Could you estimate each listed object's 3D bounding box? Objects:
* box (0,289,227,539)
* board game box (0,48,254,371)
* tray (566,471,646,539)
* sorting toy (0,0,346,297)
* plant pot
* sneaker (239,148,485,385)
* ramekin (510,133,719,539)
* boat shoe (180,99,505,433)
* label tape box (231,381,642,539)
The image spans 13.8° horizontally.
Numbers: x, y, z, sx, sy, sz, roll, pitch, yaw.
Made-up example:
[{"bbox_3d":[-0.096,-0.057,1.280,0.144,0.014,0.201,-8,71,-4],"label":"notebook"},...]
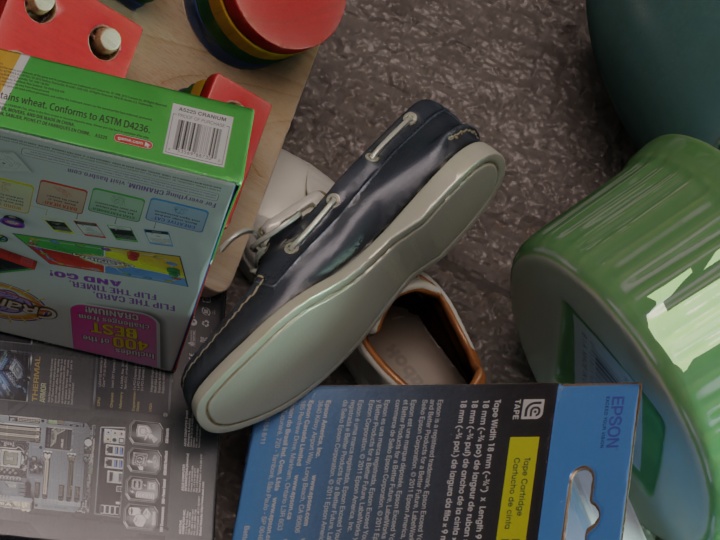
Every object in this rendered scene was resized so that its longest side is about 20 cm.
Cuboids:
[{"bbox_3d":[-0.149,0.051,1.483,0.157,0.051,0.201,6,63,-11],"label":"box"},{"bbox_3d":[-0.141,-0.027,1.380,0.152,0.200,0.040,13,61,-7],"label":"board game box"},{"bbox_3d":[0.103,0.183,1.464,0.107,0.022,0.201,-26,69,13],"label":"tray"},{"bbox_3d":[-0.105,-0.122,1.454,0.200,0.070,0.200,30,67,-25],"label":"sorting toy"},{"bbox_3d":[0.214,-0.131,1.583,0.200,0.201,0.161,-22,59,-22],"label":"plant pot"},{"bbox_3d":[0.000,0.000,1.525,0.073,0.085,0.200,-36,75,-23],"label":"sneaker"},{"bbox_3d":[0.161,0.042,1.482,0.097,0.200,0.200,-30,74,-16],"label":"ramekin"},{"bbox_3d":[-0.018,-0.005,1.450,0.200,0.075,0.062,-45,64,-6],"label":"boat shoe"},{"bbox_3d":[0.039,0.130,1.432,0.199,0.063,0.145,-1,61,21],"label":"label tape box"}]
